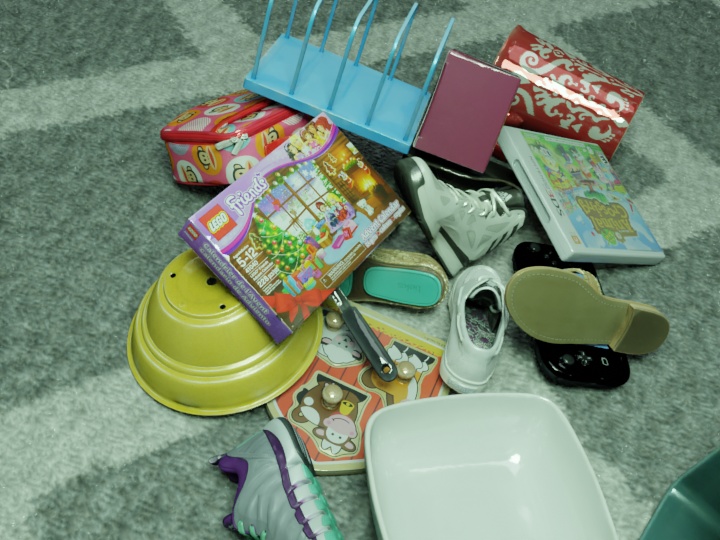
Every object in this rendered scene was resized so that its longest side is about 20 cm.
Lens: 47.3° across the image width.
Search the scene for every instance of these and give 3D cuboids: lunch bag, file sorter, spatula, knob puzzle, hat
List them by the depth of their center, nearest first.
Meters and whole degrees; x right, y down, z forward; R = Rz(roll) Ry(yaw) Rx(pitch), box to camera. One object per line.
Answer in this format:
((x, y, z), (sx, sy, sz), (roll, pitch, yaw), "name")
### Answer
((-0.007, 0.111, 0.807), (0.218, 0.031, 0.221), (7, 48, -8), "knob puzzle")
((-0.022, 0.026, 0.820), (0.056, 0.021, 0.201), (-34, 77, -4), "spatula")
((-0.007, -0.248, 0.930), (0.199, 0.123, 0.139), (22, 39, 0), "file sorter")
((-0.119, -0.165, 0.984), (0.175, 0.082, 0.200), (9, 33, 39), "lunch bag")
((0.102, -0.104, 0.999), (0.199, 0.081, 0.201), (19, 15, -5), "hat")

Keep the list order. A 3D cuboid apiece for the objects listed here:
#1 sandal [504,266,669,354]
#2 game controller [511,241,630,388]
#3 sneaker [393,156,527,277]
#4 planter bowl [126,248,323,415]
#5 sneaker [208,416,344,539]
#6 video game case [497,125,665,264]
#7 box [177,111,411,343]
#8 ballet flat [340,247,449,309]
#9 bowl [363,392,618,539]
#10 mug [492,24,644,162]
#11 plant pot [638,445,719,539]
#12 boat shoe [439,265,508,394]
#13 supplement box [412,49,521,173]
((0.224, 0.033, 0.865), (0.210, 0.078, 0.070), (17, 22, -23), "sandal")
((0.232, 0.046, 0.917), (0.103, 0.042, 0.201), (3, 46, -8), "game controller")
((0.112, -0.078, 0.886), (0.115, 0.201, 0.076), (-30, 57, 5), "sneaker")
((-0.139, 0.033, 0.803), (0.199, 0.084, 0.201), (-2, 49, 2), "planter bowl")
((-0.062, 0.223, 0.683), (0.087, 0.075, 0.201), (-26, 49, -3), "sneaker")
((0.267, -0.089, 0.992), (0.199, 0.022, 0.183), (1, 56, -41), "video game case")
((-0.056, -0.046, 0.788), (0.137, 0.039, 0.200), (47, 55, -4), "box")
((0.000, 0.000, 0.909), (0.199, 0.071, 0.065), (14, 20, 7), "ballet flat")
((0.103, 0.207, 0.710), (0.198, 0.075, 0.201), (-2, 47, -13), "bowl")
((0.271, -0.220, 1.154), (0.199, 0.178, 0.133), (27, 11, 10), "mug")
((0.337, 0.255, 0.636), (0.200, 0.197, 0.196), (39, 51, 14), "plant pot")
((0.126, 0.043, 0.865), (0.072, 0.069, 0.200), (26, 36, 5), "boat shoe")
((0.123, -0.192, 0.962), (0.085, 0.111, 0.200), (21, 17, 1), "supplement box")
